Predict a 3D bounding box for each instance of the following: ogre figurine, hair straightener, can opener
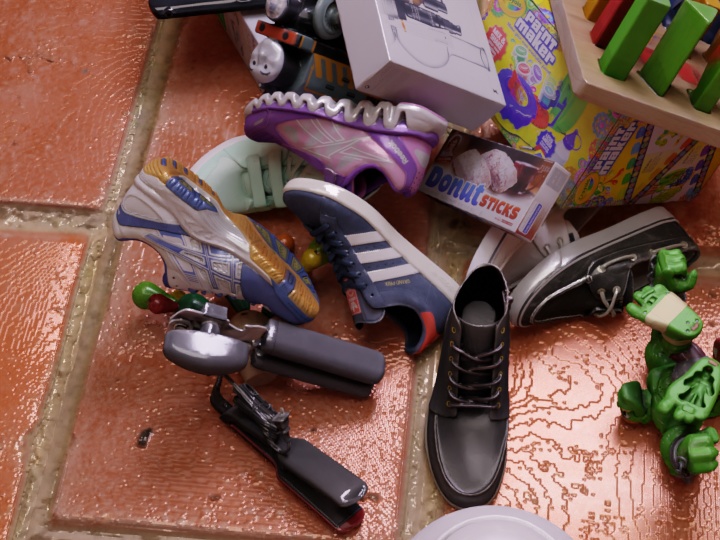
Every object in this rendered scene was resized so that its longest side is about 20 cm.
[{"bbox_3d":[0.272,0.097,1.155,0.097,0.120,0.201,-20,55,-6],"label":"ogre figurine"},{"bbox_3d":[-0.068,0.138,1.174,0.041,0.077,0.200,-28,55,-33],"label":"hair straightener"},{"bbox_3d":[-0.077,0.082,1.184,0.199,0.053,0.067,17,52,-15],"label":"can opener"}]

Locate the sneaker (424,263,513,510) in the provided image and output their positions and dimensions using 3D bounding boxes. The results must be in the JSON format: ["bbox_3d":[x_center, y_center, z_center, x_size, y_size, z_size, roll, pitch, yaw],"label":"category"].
[{"bbox_3d":[0.092,0.099,1.157,0.074,0.106,0.202,2,69,3],"label":"sneaker"}]

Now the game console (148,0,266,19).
[{"bbox_3d":[-0.123,-0.342,1.424,0.198,0.031,0.178,-6,53,2],"label":"game console"}]

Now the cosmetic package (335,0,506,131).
[{"bbox_3d":[0.047,-0.240,1.254,0.150,0.052,0.201,15,53,-42],"label":"cosmetic package"}]

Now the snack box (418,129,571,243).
[{"bbox_3d":[0.121,-0.082,1.263,0.072,0.024,0.200,-60,27,1],"label":"snack box"}]

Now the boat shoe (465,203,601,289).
[{"bbox_3d":[0.175,-0.033,1.284,0.070,0.071,0.200,29,55,24],"label":"boat shoe"}]

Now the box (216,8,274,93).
[{"bbox_3d":[-0.040,-0.288,1.453,0.199,0.097,0.177,-23,57,-13],"label":"box"}]

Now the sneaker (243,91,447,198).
[{"bbox_3d":[-0.022,-0.110,1.232,0.199,0.080,0.089,9,88,24],"label":"sneaker"}]

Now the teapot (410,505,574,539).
[{"bbox_3d":[0.099,0.259,1.037,0.197,0.147,0.200,31,63,23],"label":"teapot"}]

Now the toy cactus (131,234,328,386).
[{"bbox_3d":[-0.108,0.022,1.255,0.198,0.102,0.166,-11,65,-15],"label":"toy cactus"}]

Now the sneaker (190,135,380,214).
[{"bbox_3d":[-0.072,-0.090,1.305,0.199,0.074,0.118,-18,22,-11],"label":"sneaker"}]

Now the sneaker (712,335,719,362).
[{"bbox_3d":[0.406,0.110,1.164,0.115,0.079,0.201,-26,59,-13],"label":"sneaker"}]

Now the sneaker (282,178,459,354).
[{"bbox_3d":[0.000,0.000,1.226,0.199,0.075,0.085,37,70,-11],"label":"sneaker"}]

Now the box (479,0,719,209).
[{"bbox_3d":[0.233,-0.175,1.299,0.191,0.122,0.201,-4,48,-36],"label":"box"}]

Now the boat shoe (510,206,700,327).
[{"bbox_3d":[0.225,0.006,1.250,0.199,0.071,0.064,-27,57,-17],"label":"boat shoe"}]

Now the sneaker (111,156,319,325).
[{"bbox_3d":[-0.128,-0.009,1.196,0.200,0.075,0.088,40,104,-10],"label":"sneaker"}]

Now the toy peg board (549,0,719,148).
[{"bbox_3d":[0.284,-0.218,1.204,0.199,0.098,0.200,17,40,-17],"label":"toy peg board"}]

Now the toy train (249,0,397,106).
[{"bbox_3d":[-0.025,-0.206,1.304,0.085,0.199,0.115,24,99,38],"label":"toy train"}]
